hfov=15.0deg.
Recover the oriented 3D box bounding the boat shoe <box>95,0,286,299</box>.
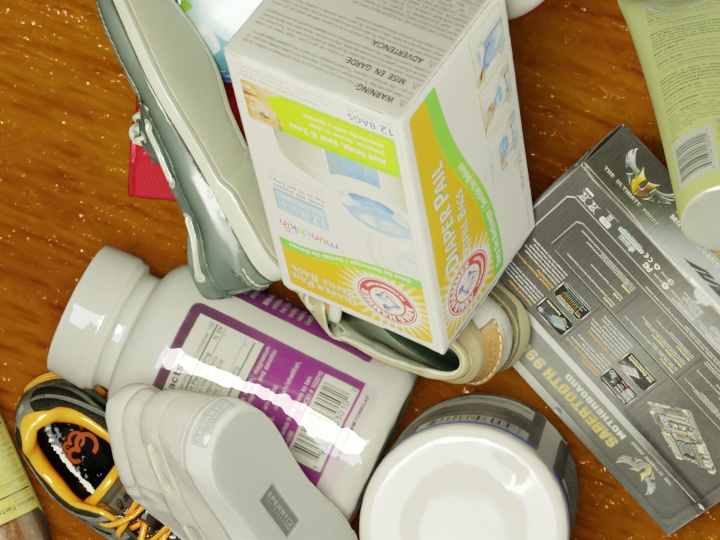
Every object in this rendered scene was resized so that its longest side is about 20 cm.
[{"bbox_3d":[-0.105,-0.075,1.541,0.062,0.073,0.200,-27,92,27],"label":"boat shoe"}]

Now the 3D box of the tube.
[{"bbox_3d":[0.193,-0.097,1.528,0.058,0.200,0.052,18,131,-22],"label":"tube"}]

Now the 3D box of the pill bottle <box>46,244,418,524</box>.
[{"bbox_3d":[-0.076,0.064,1.596,0.200,0.112,0.112,26,98,4],"label":"pill bottle"}]

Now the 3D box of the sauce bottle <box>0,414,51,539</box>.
[{"bbox_3d":[-0.224,0.150,1.646,0.066,0.066,0.200,-21,93,8],"label":"sauce bottle"}]

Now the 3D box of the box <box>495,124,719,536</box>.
[{"bbox_3d":[0.163,0.037,1.552,0.200,0.048,0.158,47,140,2],"label":"box"}]

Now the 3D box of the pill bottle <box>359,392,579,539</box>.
[{"bbox_3d":[0.065,0.130,1.540,0.114,0.200,0.114,1,94,7],"label":"pill bottle"}]

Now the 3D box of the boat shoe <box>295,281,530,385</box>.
[{"bbox_3d":[0.000,0.000,1.567,0.200,0.068,0.075,28,115,22],"label":"boat shoe"}]

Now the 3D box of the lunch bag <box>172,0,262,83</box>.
[{"bbox_3d":[-0.026,-0.205,1.582,0.160,0.082,0.200,6,97,3],"label":"lunch bag"}]

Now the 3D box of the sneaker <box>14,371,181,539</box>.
[{"bbox_3d":[-0.129,0.140,1.627,0.200,0.077,0.078,35,97,1],"label":"sneaker"}]

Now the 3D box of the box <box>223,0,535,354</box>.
[{"bbox_3d":[0.015,-0.066,1.448,0.112,0.200,0.101,23,60,24],"label":"box"}]

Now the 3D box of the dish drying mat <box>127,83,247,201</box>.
[{"bbox_3d":[-0.038,-0.072,1.625,0.200,0.018,0.077,6,98,6],"label":"dish drying mat"}]

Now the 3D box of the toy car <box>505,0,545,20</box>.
[{"bbox_3d":[0.079,-0.210,1.489,0.200,0.150,0.175,-46,52,-6],"label":"toy car"}]

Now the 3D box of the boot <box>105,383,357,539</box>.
[{"bbox_3d":[-0.071,0.136,1.541,0.095,0.074,0.200,15,142,40],"label":"boot"}]
